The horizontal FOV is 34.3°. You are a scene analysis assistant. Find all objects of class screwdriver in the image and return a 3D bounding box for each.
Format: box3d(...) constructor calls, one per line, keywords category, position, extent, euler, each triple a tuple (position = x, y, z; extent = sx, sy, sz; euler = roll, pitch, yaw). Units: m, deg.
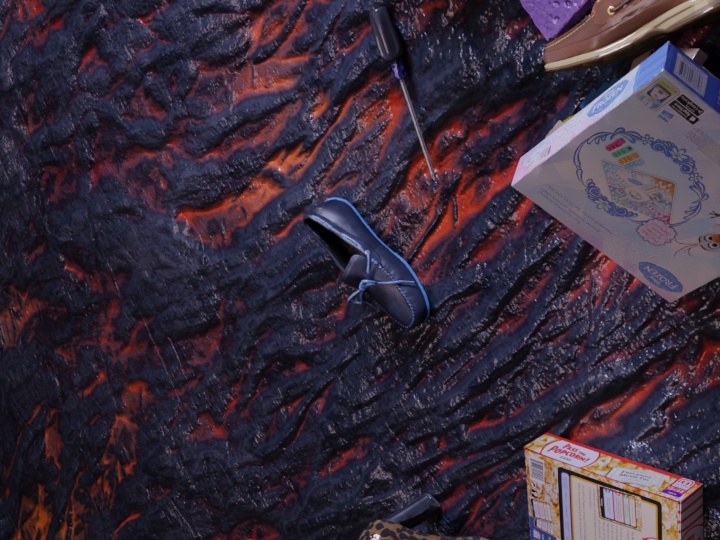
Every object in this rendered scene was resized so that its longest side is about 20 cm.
box3d(category="screwdriver", position=(0.050, -0.196, 1.302), extent=(0.029, 0.028, 0.201), euler=(-160, 51, -79))

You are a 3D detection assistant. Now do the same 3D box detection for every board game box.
box3d(category="board game box", position=(0.270, 0.276, 1.257), extent=(0.199, 0.046, 0.152), euler=(14, 118, 45))
box3d(category="board game box", position=(0.269, -0.076, 1.014), extent=(0.200, 0.044, 0.199), euler=(34, 141, -14))

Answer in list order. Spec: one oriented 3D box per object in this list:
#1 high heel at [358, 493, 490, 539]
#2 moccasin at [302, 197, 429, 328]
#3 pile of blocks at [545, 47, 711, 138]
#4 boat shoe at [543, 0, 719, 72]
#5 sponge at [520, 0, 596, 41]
box3d(category="high heel", position=(0.095, 0.369, 1.426), extent=(0.200, 0.142, 0.072), euler=(38, 133, 31))
box3d(category="moccasin", position=(0.000, 0.000, 1.418), extent=(0.200, 0.068, 0.081), euler=(46, 136, 24))
box3d(category="pile of blocks", position=(0.257, -0.144, 1.075), extent=(0.062, 0.082, 0.200), euler=(33, 156, -20))
box3d(category="boat shoe", position=(0.244, -0.230, 1.034), extent=(0.200, 0.072, 0.068), euler=(-19, 88, 45))
box3d(category="sponge", position=(0.206, -0.315, 1.063), extent=(0.112, 0.030, 0.200), euler=(58, 140, 11))
